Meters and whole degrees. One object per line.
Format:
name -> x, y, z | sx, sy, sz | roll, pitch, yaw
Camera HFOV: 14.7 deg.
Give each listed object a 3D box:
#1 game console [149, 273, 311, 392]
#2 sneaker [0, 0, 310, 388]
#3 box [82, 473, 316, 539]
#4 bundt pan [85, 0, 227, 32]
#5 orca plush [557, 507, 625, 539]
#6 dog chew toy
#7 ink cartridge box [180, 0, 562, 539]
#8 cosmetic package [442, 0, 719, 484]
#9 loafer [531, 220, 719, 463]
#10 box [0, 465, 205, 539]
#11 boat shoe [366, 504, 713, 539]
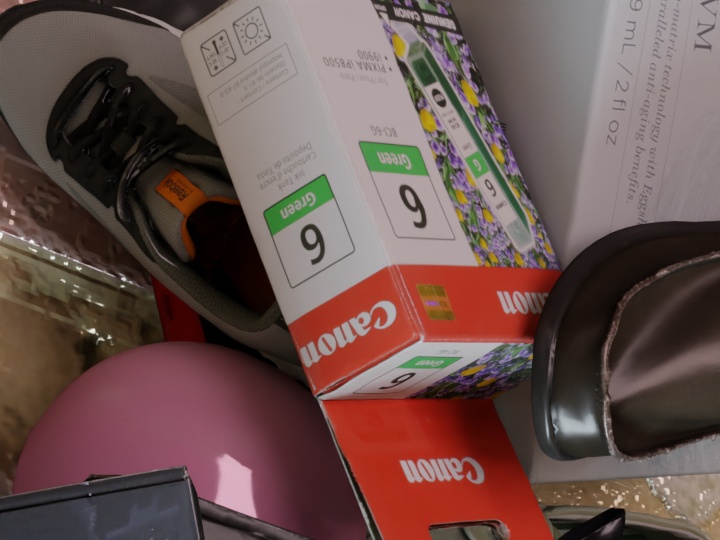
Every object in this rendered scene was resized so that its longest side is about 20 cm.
game console -> 0.000, 0.000, 1.119 | 0.200, 0.031, 0.177 | -3, 70, -41
sneaker -> -0.065, -0.037, 0.990 | 0.200, 0.074, 0.079 | 40, 7, 26
box -> -0.027, 0.187, 0.882 | 0.193, 0.047, 0.200 | 23, 77, -21
bundt pan -> -0.013, -0.125, 1.103 | 0.202, 0.076, 0.202 | 19, 56, -30
orca plush -> 0.126, 0.180, 1.070 | 0.105, 0.071, 0.200 | -50, 129, -59
dog chew toy -> -0.078, 0.124, 0.947 | 0.124, 0.124, 0.200 | 38, 61, -22
ink cartridge box -> 0.021, 0.002, 0.926 | 0.109, 0.050, 0.200 | 3, 61, -56
cosmetic package -> 0.111, -0.032, 1.060 | 0.200, 0.123, 0.200 | 0, 103, -42
loafer -> 0.135, 0.017, 0.953 | 0.200, 0.071, 0.073 | -21, 114, -42
box -> -0.109, 0.169, 0.800 | 0.160, 0.044, 0.201 | -9, 78, -2
boat shoe -> 0.056, 0.115, 1.094 | 0.200, 0.062, 0.072 | -2, 75, -40
